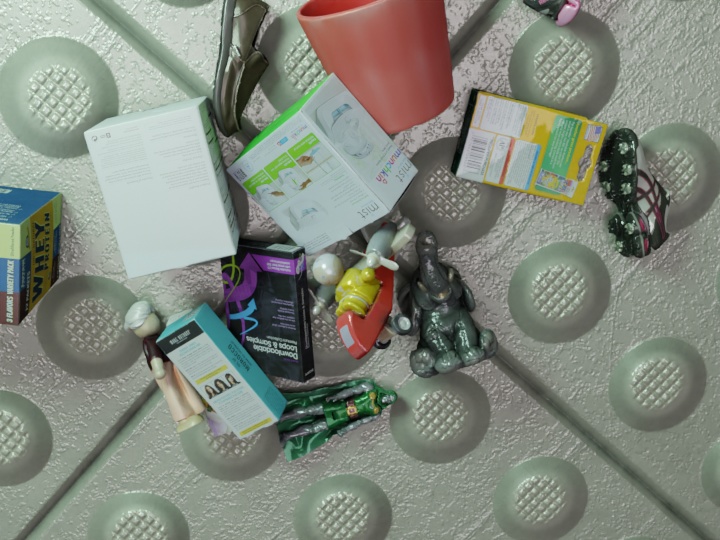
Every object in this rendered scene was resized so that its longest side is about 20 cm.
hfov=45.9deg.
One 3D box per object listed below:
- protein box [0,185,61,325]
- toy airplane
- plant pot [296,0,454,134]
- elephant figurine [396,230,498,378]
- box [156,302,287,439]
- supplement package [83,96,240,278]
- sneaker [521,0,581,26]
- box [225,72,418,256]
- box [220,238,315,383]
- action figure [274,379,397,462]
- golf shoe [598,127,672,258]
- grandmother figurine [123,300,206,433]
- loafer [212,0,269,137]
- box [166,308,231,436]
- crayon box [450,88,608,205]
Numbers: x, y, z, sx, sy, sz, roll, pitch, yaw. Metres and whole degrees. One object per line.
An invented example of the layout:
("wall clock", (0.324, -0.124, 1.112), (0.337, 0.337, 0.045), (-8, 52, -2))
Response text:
("protein box", (-0.528, -0.032, 1.144), (0.197, 0.200, 0.136), (6, 106, -6))
("toy airplane", (0.000, 0.000, 1.200), (0.140, 0.199, 0.201), (17, 105, -22))
("plant pot", (0.035, -0.291, 1.130), (0.199, 0.201, 0.178), (-21, 118, 2))
("elephant figurine", (0.118, 0.048, 1.263), (0.141, 0.155, 0.202), (-13, 83, -43))
("box", (-0.202, 0.150, 1.252), (0.082, 0.049, 0.201), (-29, 108, 25))
("supplement package", (-0.262, -0.118, 1.167), (0.150, 0.151, 0.202), (-13, 107, -2))
("sneaker", (0.280, -0.444, 1.163), (0.095, 0.079, 0.202), (20, 103, 2))
("box", (-0.055, -0.134, 1.152), (0.176, 0.097, 0.199), (45, 142, -15))
("box", (-0.138, 0.057, 1.250), (0.142, 0.036, 0.202), (8, 112, 33))
("action figure", (-0.037, 0.223, 1.342), (0.198, 0.055, 0.119), (-17, 104, -4))
("golf shoe", (0.415, -0.120, 1.275), (0.087, 0.077, 0.202), (-20, 111, -20))
("grandmother figurine", (-0.293, 0.140, 1.264), (0.060, 0.121, 0.201), (-24, 88, -21))
("loafer", (-0.161, -0.281, 1.167), (0.070, 0.073, 0.202), (7, 106, -6))
("box", (-0.241, 0.159, 1.309), (0.038, 0.041, 0.202), (-19, 106, 1))
("crayon box", (0.244, -0.179, 1.244), (0.198, 0.052, 0.127), (12, 105, -8))
